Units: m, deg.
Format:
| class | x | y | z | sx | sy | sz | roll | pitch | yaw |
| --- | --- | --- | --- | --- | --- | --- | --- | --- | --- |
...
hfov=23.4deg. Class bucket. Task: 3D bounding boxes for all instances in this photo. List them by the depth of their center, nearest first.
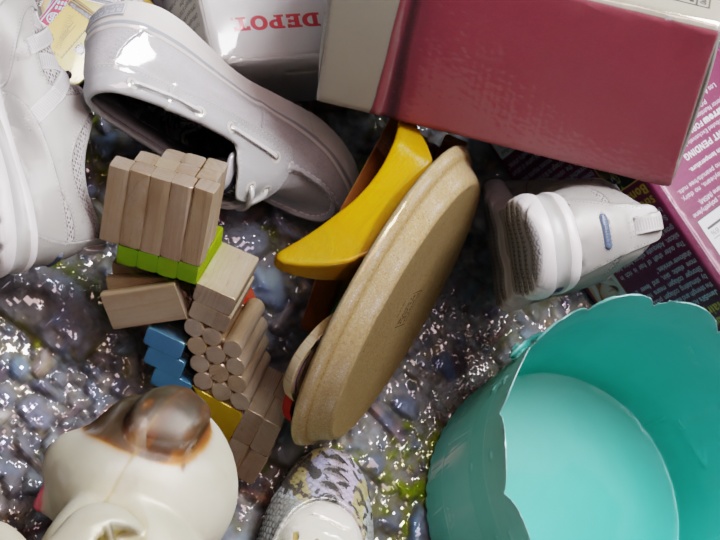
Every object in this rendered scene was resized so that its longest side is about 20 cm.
| class | x | y | z | sx | sy | sz | roll | pitch | yaw |
| --- | --- | --- | --- | --- | --- | --- | --- | --- | --- |
| bucket | 0.143 | 0.126 | 0.992 | 0.205 | 0.135 | 0.209 | 7 | 72 | -21 |

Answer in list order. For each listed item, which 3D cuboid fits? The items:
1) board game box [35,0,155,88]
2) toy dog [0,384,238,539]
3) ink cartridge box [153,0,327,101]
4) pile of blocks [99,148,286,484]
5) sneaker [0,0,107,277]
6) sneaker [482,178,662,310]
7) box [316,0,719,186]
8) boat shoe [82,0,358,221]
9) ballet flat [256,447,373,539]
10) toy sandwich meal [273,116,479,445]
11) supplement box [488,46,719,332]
| class | x | y | z | sx | sy | sz | roll | pitch | yaw |
| --- | --- | --- | --- | --- | --- | --- | --- | --- | --- |
| board game box | -0.227 | -0.128 | 0.976 | 0.136 | 0.035 | 0.200 | 45 | 63 | -4 |
| toy dog | -0.108 | 0.156 | 0.870 | 0.192 | 0.140 | 0.201 | -9 | 58 | 3 |
| ink cartridge box | -0.054 | -0.206 | 1.045 | 0.144 | 0.084 | 0.202 | -7 | 77 | -26 |
| pile of blocks | -0.088 | 0.018 | 0.954 | 0.062 | 0.081 | 0.201 | -64 | 144 | -58 |
| sneaker | -0.184 | -0.094 | 0.935 | 0.082 | 0.074 | 0.202 | -2 | 80 | -40 |
| sneaker | 0.118 | -0.016 | 0.989 | 0.081 | 0.200 | 0.075 | -8 | 97 | -4 |
| box | 0.089 | -0.144 | 0.925 | 0.198 | 0.110 | 0.128 | 14 | 44 | 5 |
| boat shoe | -0.075 | -0.071 | 0.968 | 0.200 | 0.072 | 0.069 | 41 | 47 | -42 |
| ballet flat | -0.031 | 0.186 | 0.939 | 0.072 | 0.072 | 0.202 | 26 | 65 | -13 |
| toy sandwich meal | 0.000 | 0.000 | 0.958 | 0.070 | 0.206 | 0.206 | 29 | 63 | 11 |
| supplement box | 0.181 | -0.058 | 1.069 | 0.103 | 0.131 | 0.201 | -32 | 88 | -27 |
